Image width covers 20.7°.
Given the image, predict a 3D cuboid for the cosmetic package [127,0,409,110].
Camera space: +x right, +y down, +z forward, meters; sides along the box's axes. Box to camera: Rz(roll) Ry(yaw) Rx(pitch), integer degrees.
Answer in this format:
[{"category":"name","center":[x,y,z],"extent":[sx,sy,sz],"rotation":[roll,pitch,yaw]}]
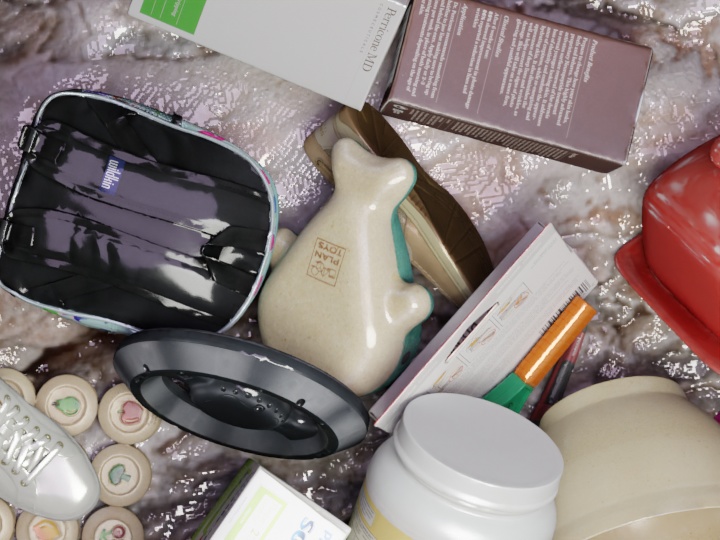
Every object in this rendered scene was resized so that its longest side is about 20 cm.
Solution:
[{"category":"cosmetic package","center":[-0.066,-0.221,1.542],"extent":[0.200,0.085,0.108],"rotation":[22,123,-3]}]

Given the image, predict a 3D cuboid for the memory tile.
[{"category":"memory tile","center":[-0.242,0.181,1.553],"extent":[0.153,0.017,0.200],"rotation":[8,86,-6]}]

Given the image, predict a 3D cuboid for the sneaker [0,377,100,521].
[{"category":"sneaker","center":[-0.283,0.122,1.503],"extent":[0.200,0.085,0.073],"rotation":[41,82,-4]}]

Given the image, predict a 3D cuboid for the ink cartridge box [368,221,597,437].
[{"category":"ink cartridge box","center":[0.086,0.049,1.507],"extent":[0.045,0.176,0.200],"rotation":[41,90,24]}]

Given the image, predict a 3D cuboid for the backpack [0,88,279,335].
[{"category":"backpack","center":[-0.163,-0.034,1.506],"extent":[0.200,0.151,0.178],"rotation":[17,90,3]}]

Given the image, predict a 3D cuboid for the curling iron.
[{"category":"curling iron","center":[0.138,0.118,1.597],"extent":[0.050,0.026,0.200],"rotation":[15,90,16]}]

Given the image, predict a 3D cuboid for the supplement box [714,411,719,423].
[{"category":"supplement box","center":[0.394,0.077,1.587],"extent":[0.103,0.101,0.200],"rotation":[39,83,-3]}]

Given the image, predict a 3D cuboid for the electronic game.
[{"category":"electronic game","center":[-0.090,0.093,1.486],"extent":[0.200,0.200,0.042],"rotation":[18,67,-5]}]

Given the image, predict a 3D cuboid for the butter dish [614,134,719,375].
[{"category":"butter dish","center":[0.306,-0.047,1.524],"extent":[0.200,0.199,0.148],"rotation":[-30,129,-6]}]

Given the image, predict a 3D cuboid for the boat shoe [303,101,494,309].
[{"category":"boat shoe","center":[0.034,-0.042,1.578],"extent":[0.065,0.071,0.200],"rotation":[-36,91,28]}]

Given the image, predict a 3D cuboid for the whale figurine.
[{"category":"whale figurine","center":[0.000,0.000,1.530],"extent":[0.159,0.104,0.200],"rotation":[21,105,33]}]

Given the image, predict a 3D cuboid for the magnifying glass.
[{"category":"magnifying glass","center":[0.115,0.102,1.558],"extent":[0.200,0.080,0.022],"rotation":[-49,61,4]}]

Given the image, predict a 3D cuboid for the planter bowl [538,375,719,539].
[{"category":"planter bowl","center":[0.211,0.166,1.531],"extent":[0.200,0.200,0.135],"rotation":[-9,60,-7]}]

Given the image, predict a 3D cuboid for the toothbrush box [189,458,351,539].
[{"category":"toothbrush box","center":[-0.087,0.225,1.476],"extent":[0.086,0.200,0.146],"rotation":[35,85,-4]}]

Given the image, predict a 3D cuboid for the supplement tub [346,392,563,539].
[{"category":"supplement tub","center":[0.059,0.206,1.448],"extent":[0.145,0.145,0.200],"rotation":[16,115,-5]}]

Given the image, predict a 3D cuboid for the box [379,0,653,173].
[{"category":"box","center":[0.124,-0.153,1.586],"extent":[0.200,0.075,0.100],"rotation":[15,85,-4]}]
